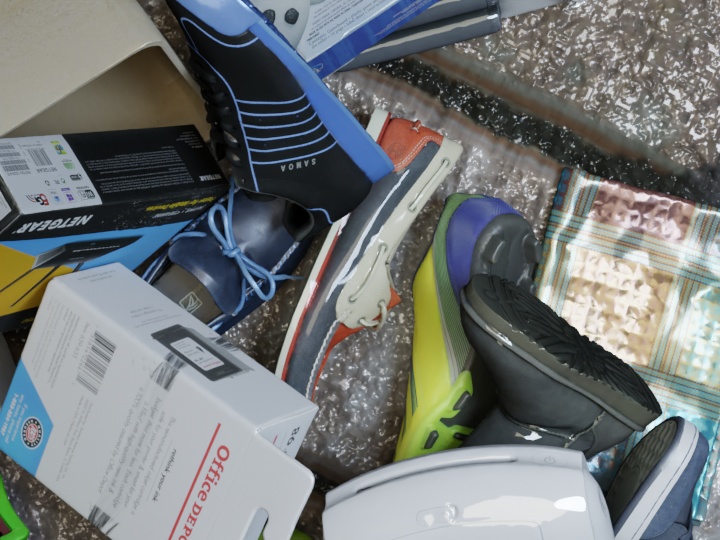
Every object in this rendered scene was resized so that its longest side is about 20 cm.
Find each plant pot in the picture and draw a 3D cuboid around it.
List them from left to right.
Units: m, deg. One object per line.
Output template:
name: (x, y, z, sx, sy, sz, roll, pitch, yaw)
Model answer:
plant pot: (-0.220, -0.129, 1.017, 0.199, 0.200, 0.178, -31, 79, 1)

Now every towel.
towel: (0.172, 0.049, 1.098, 0.145, 0.022, 0.202, 14, 92, -1)

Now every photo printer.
photo printer: (0.071, 0.191, 0.996, 0.165, 0.070, 0.202, -11, 118, 12)

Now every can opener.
can opener: (0.068, -0.177, 1.083, 0.198, 0.053, 0.067, -19, 57, 0)

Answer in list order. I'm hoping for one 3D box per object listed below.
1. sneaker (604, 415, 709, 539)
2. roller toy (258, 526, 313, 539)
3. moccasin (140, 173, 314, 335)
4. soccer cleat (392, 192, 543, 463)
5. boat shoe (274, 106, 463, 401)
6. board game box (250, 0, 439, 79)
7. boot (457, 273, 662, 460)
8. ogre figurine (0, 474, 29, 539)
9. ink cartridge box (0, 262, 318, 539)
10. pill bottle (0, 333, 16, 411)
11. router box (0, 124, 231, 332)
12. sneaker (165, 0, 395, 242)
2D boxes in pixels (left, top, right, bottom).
sneaker: (0.207, 0.189, 1.050, 0.145, 0.077, 0.204, 23, 123, 4)
roller toy: (-0.111, 0.255, 1.048, 0.180, 0.140, 0.202, 5, 92, 1)
moccasin: (-0.091, 0.009, 1.075, 0.080, 0.068, 0.200, 40, 92, -1)
soccer cleat: (0.058, 0.048, 1.085, 0.064, 0.084, 0.202, 3, 110, -35)
boat shoe: (0.000, 0.000, 1.077, 0.062, 0.071, 0.202, 22, 88, -3)
board game box: (-0.027, -0.233, 1.053, 0.199, 0.043, 0.200, -32, 75, 2)
boot: (0.065, 0.115, 1.035, 0.200, 0.073, 0.181, -43, 123, 18)
ogre figurine: (-0.243, 0.190, 1.038, 0.097, 0.200, 0.121, -19, 71, 0)
ink cartridge box: (-0.105, 0.099, 0.983, 0.199, 0.067, 0.117, 34, 113, 21)
pill bottle: (-0.314, 0.091, 1.058, 0.198, 0.113, 0.114, -21, 92, 1)
router box: (-0.186, -0.019, 0.988, 0.149, 0.199, 0.051, -38, 78, 28)
sneaker: (-0.059, -0.091, 0.974, 0.078, 0.070, 0.200, -43, 130, 2)
